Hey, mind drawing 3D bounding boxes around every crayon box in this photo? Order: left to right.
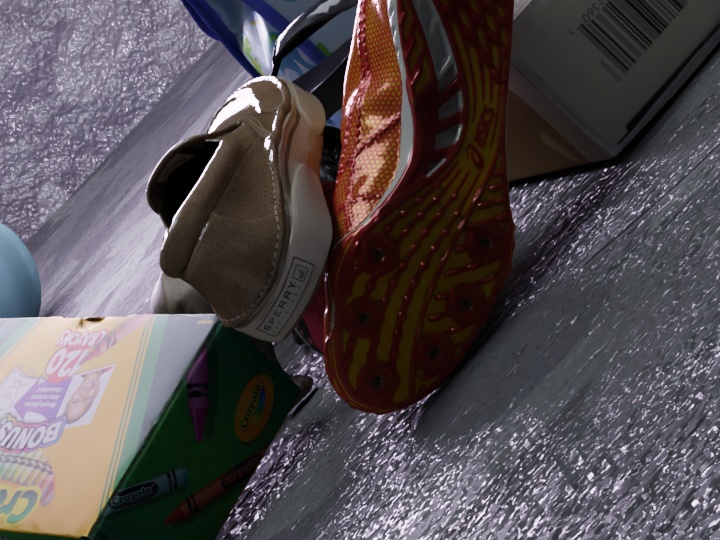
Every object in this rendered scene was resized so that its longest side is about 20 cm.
[{"bbox_3d":[-0.130,0.084,1.251,0.200,0.058,0.119,-2,50,51],"label":"crayon box"}]

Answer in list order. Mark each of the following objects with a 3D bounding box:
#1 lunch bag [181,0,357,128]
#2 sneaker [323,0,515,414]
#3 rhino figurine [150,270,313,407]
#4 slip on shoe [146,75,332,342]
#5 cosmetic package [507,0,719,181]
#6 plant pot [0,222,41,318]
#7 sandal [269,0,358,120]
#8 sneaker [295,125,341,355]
[{"bbox_3d":[-0.009,-0.187,1.596,0.170,0.200,0.127,-51,11,-16],"label":"lunch bag"},{"bbox_3d":[0.022,-0.040,1.105,0.077,0.073,0.200,164,118,-71],"label":"sneaker"},{"bbox_3d":[-0.046,-0.004,1.351,0.060,0.087,0.200,-41,11,29],"label":"rhino figurine"},{"bbox_3d":[-0.056,-0.035,1.132,0.076,0.061,0.200,-61,16,21],"label":"slip on shoe"},{"bbox_3d":[0.084,-0.099,1.219,0.105,0.071,0.200,-48,10,-11],"label":"cosmetic package"},{"bbox_3d":[-0.372,0.036,2.360,0.200,0.200,0.188,-43,-5,25],"label":"plant pot"},{"bbox_3d":[0.012,-0.124,1.262,0.200,0.043,0.076,-40,9,17],"label":"sandal"},{"bbox_3d":[0.000,0.000,1.217,0.200,0.081,0.075,-78,3,-72],"label":"sneaker"}]
